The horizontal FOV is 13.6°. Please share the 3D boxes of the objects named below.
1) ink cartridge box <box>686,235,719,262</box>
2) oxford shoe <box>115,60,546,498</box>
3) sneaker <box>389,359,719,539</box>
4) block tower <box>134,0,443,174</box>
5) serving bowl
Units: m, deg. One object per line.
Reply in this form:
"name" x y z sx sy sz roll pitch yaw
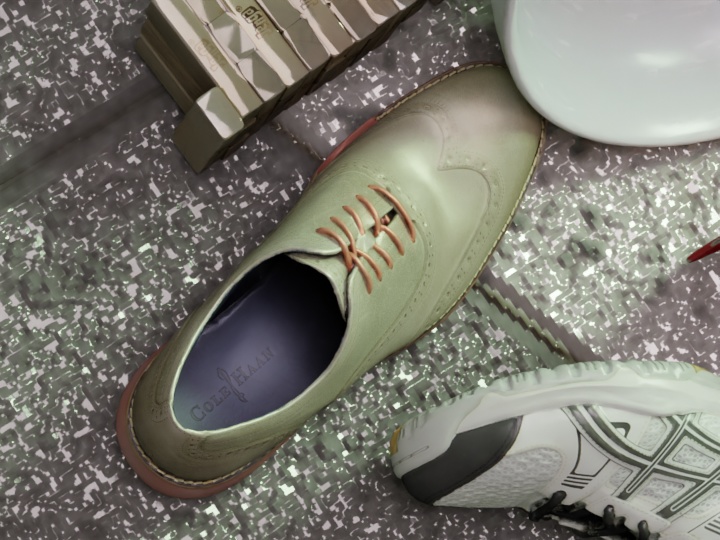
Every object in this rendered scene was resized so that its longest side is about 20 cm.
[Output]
"ink cartridge box" 0.228 -0.024 1.074 0.199 0.116 0.068 -23 84 -15
"oxford shoe" 0.000 0.000 1.041 0.071 0.074 0.200 41 74 -1
"sneaker" 0.110 0.078 1.048 0.199 0.076 0.088 -2 79 -12
"block tower" 0.008 -0.117 1.079 0.200 0.054 0.058 -38 87 -17
"serving bowl" 0.130 -0.134 1.051 0.199 0.201 0.066 -16 53 -15
